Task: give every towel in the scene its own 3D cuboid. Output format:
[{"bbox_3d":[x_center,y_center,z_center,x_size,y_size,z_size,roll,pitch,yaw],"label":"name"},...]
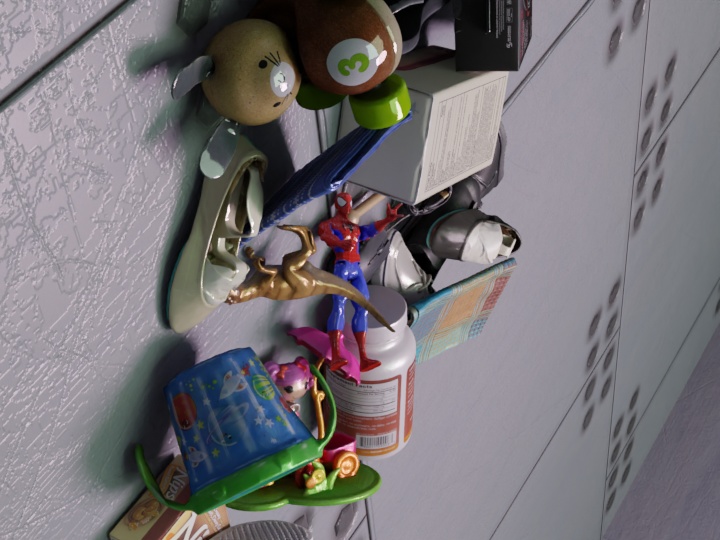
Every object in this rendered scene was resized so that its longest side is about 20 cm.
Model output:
[{"bbox_3d":[-0.042,-0.085,1.246,0.200,0.024,0.145,-29,-164,52],"label":"towel"},{"bbox_3d":[0.110,0.065,1.660,0.200,0.022,0.147,-23,149,-38],"label":"towel"}]

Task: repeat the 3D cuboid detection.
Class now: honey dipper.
[{"bbox_3d":[0.039,-0.099,1.541,0.200,0.038,0.038,-41,143,-44],"label":"honey dipper"}]

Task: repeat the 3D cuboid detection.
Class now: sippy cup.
[{"bbox_3d":[-0.123,0.150,1.259,0.178,0.131,0.140,-19,170,-39],"label":"sippy cup"}]

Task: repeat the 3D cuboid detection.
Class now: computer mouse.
[{"bbox_3d":[0.039,-0.043,1.522,0.200,0.034,0.059,-41,125,-20],"label":"computer mouse"}]

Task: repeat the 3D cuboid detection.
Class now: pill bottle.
[{"bbox_3d":[0.010,0.121,1.559,0.112,0.112,0.200,-43,145,-44],"label":"pill bottle"}]

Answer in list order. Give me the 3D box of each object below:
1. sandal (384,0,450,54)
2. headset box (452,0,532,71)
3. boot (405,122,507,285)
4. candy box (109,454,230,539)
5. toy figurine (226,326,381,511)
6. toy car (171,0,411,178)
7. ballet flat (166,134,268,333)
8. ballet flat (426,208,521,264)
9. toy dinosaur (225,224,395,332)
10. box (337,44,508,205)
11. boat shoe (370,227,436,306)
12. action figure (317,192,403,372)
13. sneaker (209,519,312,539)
[{"bbox_3d":[0.040,-0.282,1.368,0.200,0.076,0.043,-57,155,-49],"label":"sandal"},{"bbox_3d":[0.151,-0.313,1.464,0.200,0.075,0.149,-61,150,-66],"label":"headset box"},{"bbox_3d":[0.114,-0.099,1.673,0.200,0.066,0.165,-52,147,-23],"label":"boot"},{"bbox_3d":[-0.188,0.301,1.355,0.115,0.055,0.200,-50,148,-36],"label":"candy box"},{"bbox_3d":[-0.070,0.156,1.450,0.200,0.150,0.185,-8,103,-36],"label":"toy figurine"},{"bbox_3d":[-0.077,-0.174,1.134,0.200,0.158,0.164,-41,132,-27],"label":"toy car"},{"bbox_3d":[-0.130,-0.027,1.214,0.069,0.069,0.200,-9,117,-62],"label":"ballet flat"},{"bbox_3d":[0.155,-0.042,1.644,0.200,0.068,0.068,-10,123,-61],"label":"ballet flat"},{"bbox_3d":[-0.061,0.007,1.347,0.200,0.060,0.106,3,92,-25],"label":"toy dinosaur"},{"bbox_3d":[0.071,-0.169,1.466,0.200,0.109,0.128,-29,133,-55],"label":"box"},{"bbox_3d":[0.061,0.019,1.626,0.200,0.070,0.071,76,33,-52],"label":"boat shoe"},{"bbox_3d":[0.000,0.000,1.407,0.065,0.099,0.200,5,67,-31],"label":"action figure"},{"bbox_3d":[-0.130,0.316,1.328,0.200,0.078,0.080,-9,112,-50],"label":"sneaker"}]
